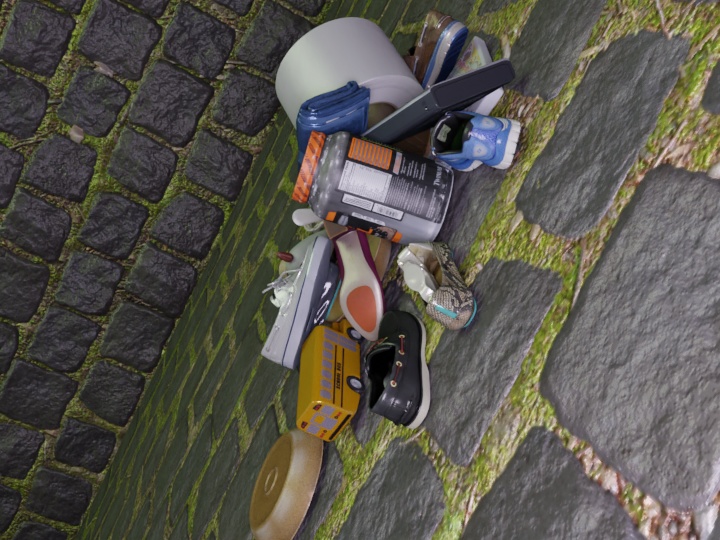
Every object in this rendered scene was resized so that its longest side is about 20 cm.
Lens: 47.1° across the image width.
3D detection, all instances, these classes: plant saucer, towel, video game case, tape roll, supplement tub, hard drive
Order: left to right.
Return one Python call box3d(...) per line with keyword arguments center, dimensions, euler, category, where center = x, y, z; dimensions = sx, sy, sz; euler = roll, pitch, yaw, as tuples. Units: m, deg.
box3d(center=(-0.117, 0.314, 1.213), dimensions=(0.201, 0.035, 0.201), euler=(-55, 21, 32), category="plant saucer")
box3d(center=(-0.040, -0.179, 1.203), dimensions=(0.049, 0.111, 0.200), euler=(55, 160, 24), category="towel")
box3d(center=(-0.016, -0.270, 1.292), dimensions=(0.203, 0.202, 0.140), euler=(-52, 54, 37), category="tape roll")
box3d(center=(0.000, 0.000, 1.316), dimensions=(0.201, 0.035, 0.201), euler=(-56, 19, 30), category="plant saucer")
box3d(center=(0.015, -0.112, 1.116), dimensions=(0.123, 0.199, 0.123), euler=(-163, 90, -84), category="supplement tub")
box3d(center=(0.098, -0.218, 1.118), dimensions=(0.139, 0.033, 0.200), euler=(-27, 3, -28), category="hard drive")
box3d(center=(0.141, -0.237, 1.241), dimensions=(0.182, 0.023, 0.201), euler=(-55, 19, 30), category="video game case")

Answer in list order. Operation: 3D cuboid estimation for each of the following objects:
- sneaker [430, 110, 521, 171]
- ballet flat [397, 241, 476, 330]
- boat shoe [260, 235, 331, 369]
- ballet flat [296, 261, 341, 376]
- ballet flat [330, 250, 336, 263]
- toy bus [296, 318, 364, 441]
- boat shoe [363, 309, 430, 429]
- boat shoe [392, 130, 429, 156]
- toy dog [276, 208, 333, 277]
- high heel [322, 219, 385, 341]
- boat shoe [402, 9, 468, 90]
box3d(center=(0.128, -0.175, 1.065), dimensions=(0.200, 0.089, 0.079), euler=(-162, 87, -74), category="sneaker")
box3d(center=(0.083, 0.004, 0.995), dimensions=(0.068, 0.075, 0.200), euler=(-61, 17, 17), category="ballet flat")
box3d(center=(-0.107, 0.038, 1.224), dimensions=(0.075, 0.086, 0.203), euler=(-32, -41, -76), category="boat shoe")
box3d(center=(-0.083, 0.080, 1.284), dimensions=(0.073, 0.073, 0.201), euler=(-143, 67, -73), category="ballet flat")
box3d(center=(-0.059, -0.038, 1.461), dimensions=(0.067, 0.046, 0.201), euler=(106, 177, -64), category="ballet flat")
box3d(center=(-0.043, 0.146, 1.172), dimensions=(0.065, 0.078, 0.201), euler=(-55, 20, 29), category="toy bus")
box3d(center=(0.040, 0.107, 1.009), dimensions=(0.074, 0.063, 0.202), euler=(-59, 17, 27), category="boat shoe")
box3d(center=(0.042, -0.156, 1.261), dimensions=(0.201, 0.072, 0.065), euler=(-68, 19, -7), category="boat shoe")
box3d(center=(-0.081, -0.060, 1.388), dimensions=(0.131, 0.096, 0.201), euler=(-11, 55, 34), category="toy dog")
box3d(center=(0.003, 0.004, 1.199), dimensions=(0.096, 0.067, 0.201), euler=(6, -112, -72), category="high heel")
box3d(center=(0.107, -0.328, 1.315), dimensions=(0.072, 0.072, 0.200), euler=(-36, -17, -36), category="boat shoe")
